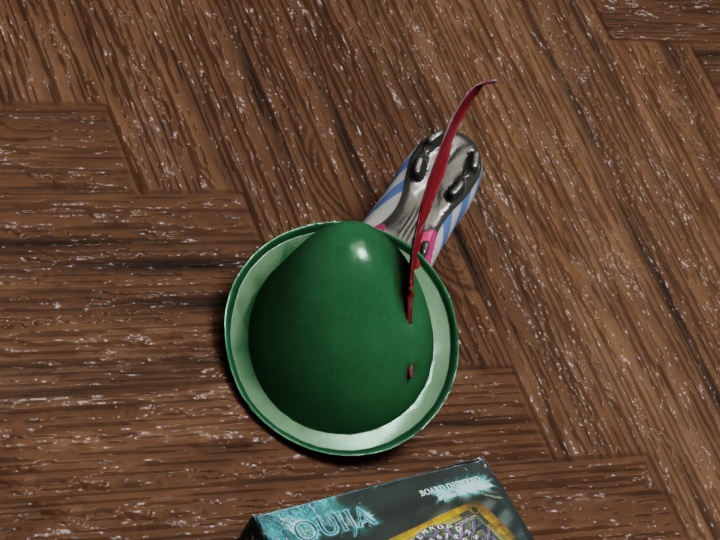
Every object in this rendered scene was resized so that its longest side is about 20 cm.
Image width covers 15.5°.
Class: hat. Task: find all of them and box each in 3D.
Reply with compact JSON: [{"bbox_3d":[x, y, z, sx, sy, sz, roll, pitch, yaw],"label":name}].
[{"bbox_3d":[0.000,0.000,1.757,0.164,0.176,0.201,1,65,-9],"label":"hat"}]

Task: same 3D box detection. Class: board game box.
[{"bbox_3d":[0.034,0.201,1.742,0.199,0.028,0.136,-10,57,-36],"label":"board game box"}]

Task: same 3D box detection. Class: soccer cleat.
[{"bbox_3d":[0.026,-0.013,1.913,0.070,0.086,0.200,34,66,8],"label":"soccer cleat"}]
